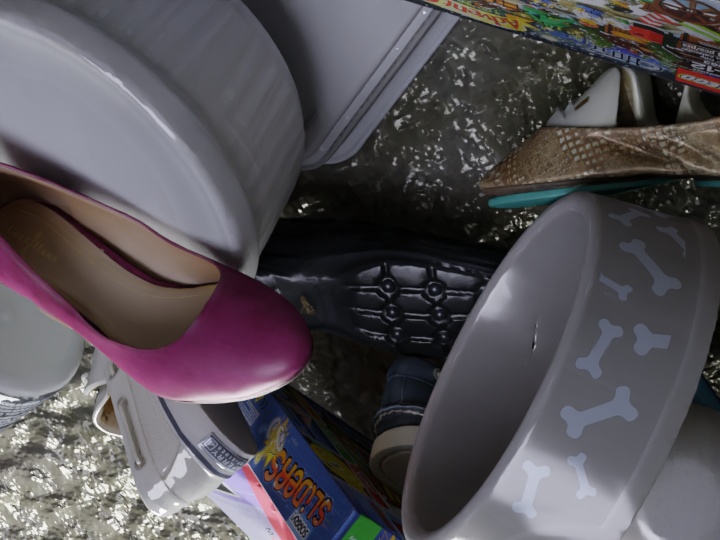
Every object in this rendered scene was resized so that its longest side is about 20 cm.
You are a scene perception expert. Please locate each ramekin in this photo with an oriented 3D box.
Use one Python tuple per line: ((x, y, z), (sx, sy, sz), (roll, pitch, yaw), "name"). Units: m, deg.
((-0.117, -0.073, 1.013), (0.201, 0.094, 0.203), (25, 145, 18), "ramekin")

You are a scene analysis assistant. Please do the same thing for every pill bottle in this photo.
((-0.257, 0.063, 1.234), (0.106, 0.106, 0.200), (48, 131, -10), "pill bottle")

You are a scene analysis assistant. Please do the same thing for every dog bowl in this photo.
((0.083, 0.055, 0.936), (0.058, 0.201, 0.200), (26, 133, -11), "dog bowl")

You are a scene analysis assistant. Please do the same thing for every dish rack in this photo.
((-0.041, -0.145, 1.010), (0.171, 0.044, 0.200), (38, 133, -2), "dish rack")

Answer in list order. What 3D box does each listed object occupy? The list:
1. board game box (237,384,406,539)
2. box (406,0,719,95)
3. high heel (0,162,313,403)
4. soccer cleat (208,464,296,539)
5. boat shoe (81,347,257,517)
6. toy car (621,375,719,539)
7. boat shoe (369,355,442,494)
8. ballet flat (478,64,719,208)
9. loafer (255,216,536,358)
((0.005, 0.123, 1.066), (0.135, 0.200, 0.035), (36, 95, -26), "board game box")
((0.073, -0.130, 0.863), (0.198, 0.038, 0.137), (18, 173, 8), "box")
((-0.110, 0.001, 0.942), (0.199, 0.068, 0.096), (12, 150, 39), "high heel")
((-0.060, 0.109, 1.176), (0.200, 0.068, 0.073), (50, 152, -16), "soccer cleat")
((-0.116, 0.053, 1.099), (0.070, 0.200, 0.071), (-41, 132, 8), "boat shoe")
((0.195, 0.077, 0.975), (0.198, 0.175, 0.151), (11, 90, 10), "toy car")
((0.084, 0.107, 1.088), (0.199, 0.062, 0.075), (27, 144, -28), "boat shoe")
((0.145, -0.066, 0.961), (0.198, 0.070, 0.066), (-3, 94, 27), "ballet flat")
((0.000, 0.000, 1.072), (0.199, 0.071, 0.069), (2, 127, 21), "loafer")
